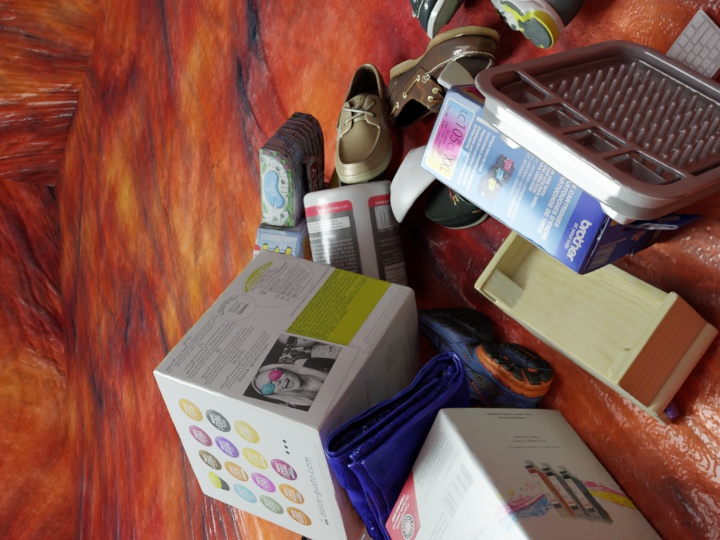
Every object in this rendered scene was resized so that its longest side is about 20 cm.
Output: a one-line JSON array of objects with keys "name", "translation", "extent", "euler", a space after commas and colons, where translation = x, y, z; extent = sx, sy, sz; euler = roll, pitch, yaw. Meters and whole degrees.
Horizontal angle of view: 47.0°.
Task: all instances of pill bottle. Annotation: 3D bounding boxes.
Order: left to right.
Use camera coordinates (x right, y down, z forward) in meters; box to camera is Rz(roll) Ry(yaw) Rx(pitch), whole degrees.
[{"name": "pill bottle", "translation": [0.000, 0.000, 0.989], "extent": [0.110, 0.109, 0.204], "euler": [-1, 99, 60]}]

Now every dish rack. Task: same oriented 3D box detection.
[{"name": "dish rack", "translation": [0.191, -0.100, 0.587], "extent": [0.171, 0.198, 0.044], "euler": [42, 139, 34]}]

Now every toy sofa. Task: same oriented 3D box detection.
[{"name": "toy sofa", "translation": [0.198, 0.038, 0.701], "extent": [0.083, 0.097, 0.200], "euler": [-54, 34, 2]}]

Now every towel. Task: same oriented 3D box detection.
[{"name": "towel", "translation": [0.052, 0.178, 0.776], "extent": [0.050, 0.146, 0.201], "euler": [47, 165, 36]}]

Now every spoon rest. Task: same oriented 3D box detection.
[{"name": "spoon rest", "translation": [0.083, -0.128, 0.903], "extent": [0.100, 0.060, 0.201], "euler": [-56, -8, -40]}]

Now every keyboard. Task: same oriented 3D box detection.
[{"name": "keyboard", "translation": [0.239, -0.120, 0.706], "extent": [0.201, 0.010, 0.057], "euler": [-59, 38, 37]}]

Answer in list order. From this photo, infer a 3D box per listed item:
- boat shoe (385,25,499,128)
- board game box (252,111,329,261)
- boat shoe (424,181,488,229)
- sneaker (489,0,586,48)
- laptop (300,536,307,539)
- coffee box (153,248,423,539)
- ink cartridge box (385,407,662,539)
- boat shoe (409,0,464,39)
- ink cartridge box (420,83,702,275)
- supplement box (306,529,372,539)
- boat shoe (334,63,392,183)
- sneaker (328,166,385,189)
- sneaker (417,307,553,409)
[{"name": "boat shoe", "translation": [0.089, -0.209, 0.925], "extent": [0.199, 0.069, 0.072], "euler": [165, 113, -67]}, {"name": "board game box", "translation": [-0.085, -0.075, 1.065], "extent": [0.201, 0.060, 0.203], "euler": [-67, -19, -59]}, {"name": "boat shoe", "translation": [0.122, -0.096, 0.859], "extent": [0.201, 0.062, 0.075], "euler": [-26, 66, 58]}, {"name": "sneaker", "translation": [0.171, -0.282, 0.809], "extent": [0.084, 0.074, 0.201], "euler": [-37, 36, 12]}, {"name": "laptop", "translation": [-0.088, 0.427, 1.104], "extent": [0.178, 0.102, 0.203], "euler": [54, 131, 48]}, {"name": "coffee box", "translation": [-0.061, 0.131, 0.873], "extent": [0.195, 0.201, 0.202], "euler": [14, 135, 25]}, {"name": "ink cartridge box", "translation": [0.139, 0.236, 0.691], "extent": [0.201, 0.142, 0.147], "euler": [57, 131, 49]}, {"name": "boat shoe", "translation": [0.076, -0.291, 0.862], "extent": [0.076, 0.060, 0.200], "euler": [-55, 2, 19]}, {"name": "ink cartridge box", "translation": [0.168, -0.073, 0.660], "extent": [0.199, 0.135, 0.077], "euler": [40, 126, 29]}, {"name": "supplement box", "translation": [0.005, 0.339, 0.989], "extent": [0.110, 0.060, 0.200], "euler": [-65, 35, 21]}, {"name": "boat shoe", "translation": [0.000, -0.179, 0.997], "extent": [0.202, 0.070, 0.065], "euler": [-85, -19, -49]}, {"name": "sneaker", "translation": [-0.014, -0.075, 1.094], "extent": [0.090, 0.077, 0.203], "euler": [-122, 46, -67]}, {"name": "sneaker", "translation": [0.110, 0.095, 0.841], "extent": [0.200, 0.074, 0.080], "euler": [42, 125, 56]}]
